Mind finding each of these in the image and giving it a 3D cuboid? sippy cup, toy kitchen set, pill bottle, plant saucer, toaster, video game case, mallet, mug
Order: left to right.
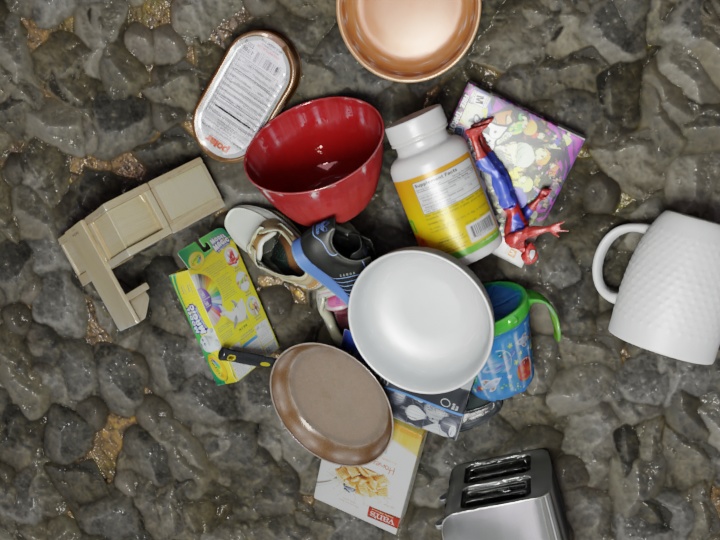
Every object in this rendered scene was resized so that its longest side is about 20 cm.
[{"bbox_3d":[-0.306,-0.031,1.548,0.199,0.179,0.165,-20,99,54],"label":"toy kitchen set"},{"bbox_3d":[-0.114,0.127,1.520,0.198,0.041,0.066,24,107,-41],"label":"mallet"},{"bbox_3d":[-0.037,0.184,1.485,0.197,0.032,0.204,14,123,22],"label":"plant saucer"},{"bbox_3d":[0.066,-0.358,1.424,0.196,0.037,0.204,2,104,9],"label":"plant saucer"},{"bbox_3d":[0.106,-0.111,1.404,0.109,0.111,0.203,-20,101,13],"label":"pill bottle"},{"bbox_3d":[0.185,0.105,1.483,0.175,0.140,0.132,-1,117,36],"label":"sippy cup"},{"bbox_3d":[0.187,-0.132,1.463,0.179,0.036,0.203,26,107,1],"label":"video game case"},{"bbox_3d":[0.211,0.355,1.510,0.196,0.181,0.121,-13,101,12],"label":"toaster"},{"bbox_3d":[0.406,0.009,1.422,0.198,0.147,0.179,21,100,34],"label":"mug"}]

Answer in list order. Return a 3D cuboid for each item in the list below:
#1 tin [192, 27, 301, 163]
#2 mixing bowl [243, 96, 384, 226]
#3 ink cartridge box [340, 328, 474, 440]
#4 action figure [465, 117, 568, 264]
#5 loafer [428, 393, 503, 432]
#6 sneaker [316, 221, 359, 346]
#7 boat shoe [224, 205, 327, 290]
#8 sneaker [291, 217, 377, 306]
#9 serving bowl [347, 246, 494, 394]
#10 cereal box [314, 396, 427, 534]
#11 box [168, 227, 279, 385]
[{"bbox_3d":[-0.163,-0.246,1.489,0.111,0.042,0.202,34,107,4],"label":"tin"},{"bbox_3d":[-0.049,-0.133,1.438,0.196,0.202,0.109,-11,133,11],"label":"mixing bowl"},{"bbox_3d":[0.055,0.160,1.475,0.197,0.039,0.101,19,127,11],"label":"ink cartridge box"},{"bbox_3d":[0.218,-0.109,1.410,0.097,0.065,0.203,-14,103,23],"label":"action figure"},{"bbox_3d":[0.109,0.197,1.540,0.197,0.069,0.071,-12,122,15],"label":"loafer"},{"bbox_3d":[-0.026,0.018,1.508,0.080,0.088,0.204,-14,102,12],"label":"sneaker"},{"bbox_3d":[-0.124,-0.039,1.484,0.198,0.068,0.076,29,100,29],"label":"boat shoe"},{"bbox_3d":[0.000,0.000,1.425,0.077,0.071,0.199,-31,132,32],"label":"sneaker"},{"bbox_3d":[0.086,0.057,1.386,0.196,0.066,0.204,8,114,18],"label":"serving bowl"},{"bbox_3d":[0.014,0.282,1.557,0.142,0.040,0.203,21,122,15],"label":"cereal box"},{"bbox_3d":[-0.200,0.049,1.526,0.048,0.117,0.203,-13,103,35],"label":"box"}]
